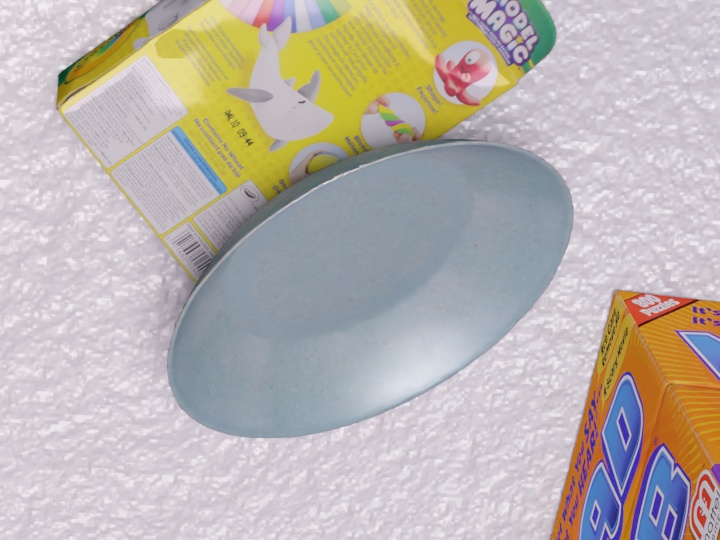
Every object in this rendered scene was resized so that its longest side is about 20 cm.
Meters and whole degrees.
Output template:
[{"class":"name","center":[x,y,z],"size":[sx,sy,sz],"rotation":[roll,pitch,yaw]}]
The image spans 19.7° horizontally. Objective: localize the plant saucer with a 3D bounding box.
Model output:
[{"class":"plant saucer","center":[0.000,0.000,0.934],"size":[0.200,0.039,0.202],"rotation":[-20,147,-13]}]

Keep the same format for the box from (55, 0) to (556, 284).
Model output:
[{"class":"box","center":[-0.022,-0.093,0.914],"size":[0.199,0.048,0.118],"rotation":[-32,115,10]}]

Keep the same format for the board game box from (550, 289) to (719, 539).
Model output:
[{"class":"board game box","center":[0.213,0.150,0.979],"size":[0.198,0.200,0.201],"rotation":[7,114,-12]}]
